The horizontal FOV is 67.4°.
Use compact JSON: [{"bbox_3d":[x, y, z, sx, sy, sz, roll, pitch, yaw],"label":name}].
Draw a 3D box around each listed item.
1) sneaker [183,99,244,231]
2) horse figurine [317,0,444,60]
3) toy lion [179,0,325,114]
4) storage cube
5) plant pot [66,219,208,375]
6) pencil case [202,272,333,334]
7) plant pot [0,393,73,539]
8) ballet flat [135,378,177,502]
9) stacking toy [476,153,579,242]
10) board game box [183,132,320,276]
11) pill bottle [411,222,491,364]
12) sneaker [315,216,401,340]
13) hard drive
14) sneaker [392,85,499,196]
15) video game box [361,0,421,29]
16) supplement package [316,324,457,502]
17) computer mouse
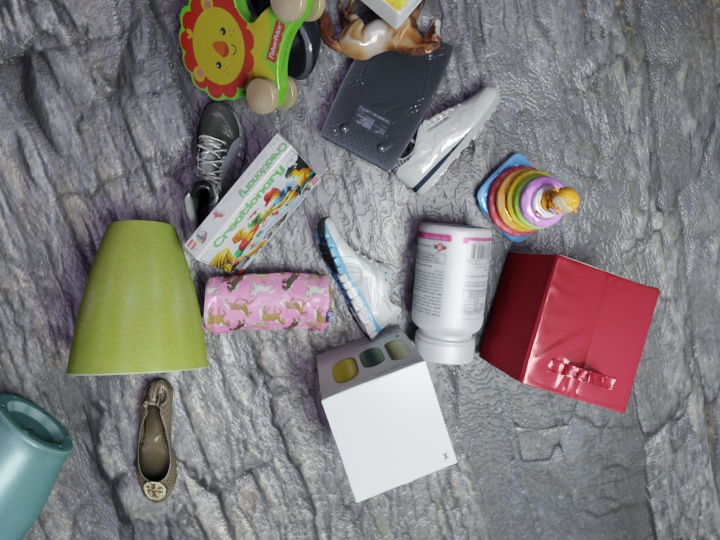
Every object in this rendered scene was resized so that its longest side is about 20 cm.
[{"bbox_3d":[-0.209,-0.143,0.769,0.073,0.116,0.205,4,98,-6],"label":"sneaker"},{"bbox_3d":[0.021,-0.349,0.764,0.195,0.050,0.136,-2,77,15],"label":"horse figurine"},{"bbox_3d":[-0.162,-0.321,0.733,0.190,0.069,0.202,34,124,11],"label":"toy lion"},{"bbox_3d":[0.306,0.084,0.818,0.167,0.200,0.184,17,90,-7],"label":"storage cube"},{"bbox_3d":[-0.310,0.038,0.767,0.182,0.187,0.205,-1,83,-6],"label":"plant pot"},{"bbox_3d":[-0.140,0.051,0.822,0.195,0.084,0.088,0,56,-6],"label":"pencil case"},{"bbox_3d":[-0.527,0.290,0.766,0.199,0.200,0.189,41,77,-10],"label":"plant pot"},{"bbox_3d":[-0.322,0.272,0.849,0.066,0.046,0.205,5,97,-6],"label":"ballet flat"},{"bbox_3d":[0.259,-0.100,0.783,0.110,0.200,0.116,-45,101,1],"label":"stacking toy"},{"bbox_3d":[-0.150,-0.088,0.779,0.035,0.126,0.201,41,92,18],"label":"board game box"},{"bbox_3d":[0.136,0.032,0.832,0.110,0.113,0.205,4,97,-7],"label":"pill bottle"},{"bbox_3d":[0.000,0.000,0.842,0.086,0.075,0.203,-30,105,-12],"label":"sneaker"},{"bbox_3d":[0.040,-0.257,0.798,0.133,0.042,0.203,28,90,10],"label":"hard drive"},{"bbox_3d":[0.129,-0.211,0.822,0.080,0.076,0.201,42,90,0],"label":"sneaker"},{"bbox_3d":[0.033,-0.456,0.719,0.199,0.047,0.183,41,82,5],"label":"video game box"},{"bbox_3d":[0.029,0.197,0.798,0.149,0.200,0.154,-19,100,-4],"label":"supplement package"},{"bbox_3d":[-0.104,-0.376,0.761,0.052,0.137,0.204,-33,108,-36],"label":"computer mouse"}]
